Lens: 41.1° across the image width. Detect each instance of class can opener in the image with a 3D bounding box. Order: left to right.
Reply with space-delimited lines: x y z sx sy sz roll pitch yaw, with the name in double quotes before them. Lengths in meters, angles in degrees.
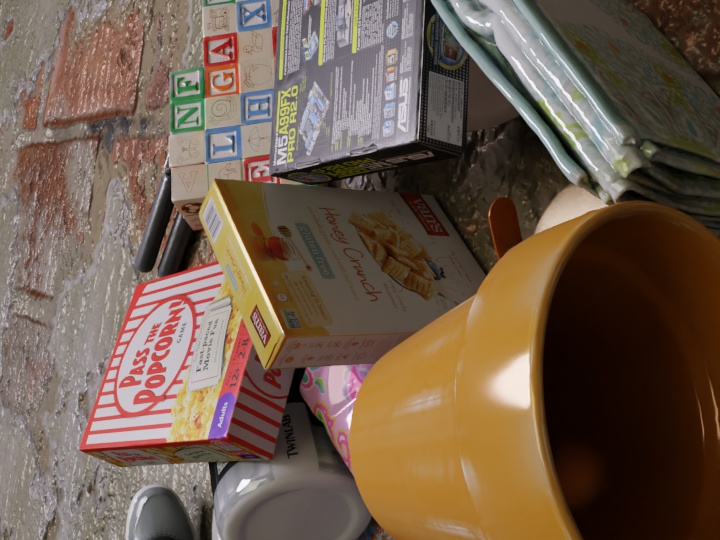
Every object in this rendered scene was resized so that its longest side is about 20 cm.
"can opener" -0.193 -0.091 1.047 0.067 0.053 0.201 -101 32 -71

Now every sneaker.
"sneaker" -0.181 0.302 0.902 0.121 0.083 0.201 142 119 -67

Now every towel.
"towel" 0.143 -0.106 0.556 0.048 0.170 0.201 -51 50 33

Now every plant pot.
"plant pot" 0.096 0.085 0.505 0.183 0.199 0.202 -21 68 51

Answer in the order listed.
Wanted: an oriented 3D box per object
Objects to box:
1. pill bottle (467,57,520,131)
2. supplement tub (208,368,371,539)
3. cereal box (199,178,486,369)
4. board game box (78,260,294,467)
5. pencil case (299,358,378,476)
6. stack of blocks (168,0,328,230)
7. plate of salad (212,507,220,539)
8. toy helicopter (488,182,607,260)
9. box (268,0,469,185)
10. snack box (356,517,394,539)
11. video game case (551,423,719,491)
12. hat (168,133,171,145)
"pill bottle" 0.067 -0.213 0.705 0.112 0.112 0.201 -40 55 38
"supplement tub" -0.066 0.124 0.778 0.123 0.122 0.201 -54 34 28
"cereal box" 0.000 0.000 0.680 0.040 0.199 0.144 -59 46 36
"board game box" -0.127 0.072 0.745 0.199 0.046 0.152 -15 53 44
"pencil case" 0.034 0.128 0.655 0.200 0.087 0.088 53 123 29
"stack of blocks" -0.092 -0.141 0.780 0.114 0.059 0.201 -7 69 6
"plate of salad" -0.085 0.240 0.856 0.199 0.048 0.202 -11 75 49
"toy helicopter" 0.122 0.036 0.630 0.132 0.079 0.201 37 113 49
"box" 0.005 -0.168 0.650 0.160 0.044 0.201 -5 80 50
"snack box" 0.068 0.181 0.705 0.199 0.024 0.072 -18 71 46
"video game case" 0.209 0.123 0.523 0.182 0.022 0.200 -49 49 14
"hat" -0.069 -0.104 0.918 0.165 0.176 0.200 -16 32 45
